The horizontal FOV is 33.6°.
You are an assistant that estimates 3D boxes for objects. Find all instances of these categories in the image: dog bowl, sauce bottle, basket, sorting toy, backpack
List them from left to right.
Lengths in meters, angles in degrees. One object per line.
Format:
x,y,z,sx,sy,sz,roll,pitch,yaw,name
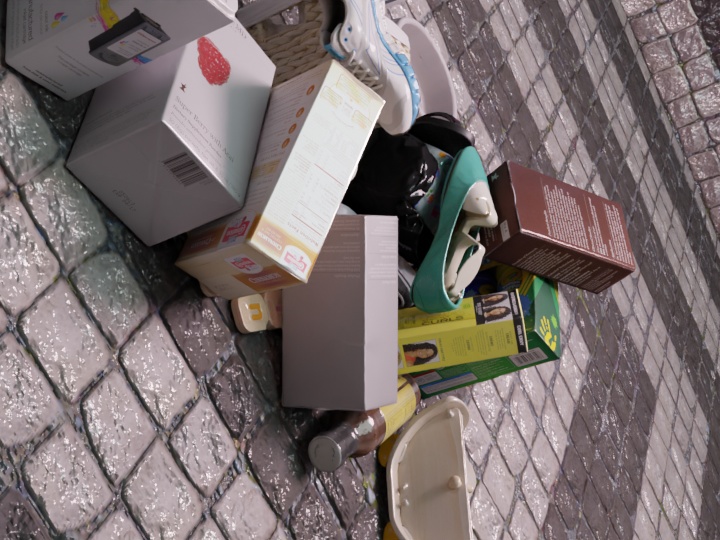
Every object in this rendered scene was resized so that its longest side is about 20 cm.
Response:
-0.038,-0.239,1.419,0.199,0.134,0.125,22,58,-54,basket
0.003,0.166,1.316,0.200,0.064,0.066,-25,95,-61,sauce bottle
0.074,-0.271,1.717,0.200,0.058,0.202,41,40,-45,dog bowl
0.069,-0.080,1.456,0.127,0.166,0.200,-51,135,-8,backpack
0.106,0.280,1.408,0.180,0.106,0.203,44,37,-53,sorting toy

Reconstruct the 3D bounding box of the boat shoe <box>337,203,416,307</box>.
0.000,0.000,1.422,0.200,0.071,0.072,42,58,-39,boat shoe

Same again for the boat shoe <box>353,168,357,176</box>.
-0.088,-0.098,1.276,0.201,0.060,0.073,-24,109,-44,boat shoe

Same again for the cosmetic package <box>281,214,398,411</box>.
-0.021,0.043,1.251,0.090,0.105,0.203,-6,98,-62,cosmetic package

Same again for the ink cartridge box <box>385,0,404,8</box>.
0.038,-0.394,1.600,0.200,0.174,0.045,-24,94,-62,ink cartridge box

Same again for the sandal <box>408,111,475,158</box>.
0.085,-0.167,1.485,0.075,0.200,0.048,34,75,-16,sandal

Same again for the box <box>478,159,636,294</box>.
0.233,-0.048,1.438,0.198,0.075,0.101,18,52,-34,box

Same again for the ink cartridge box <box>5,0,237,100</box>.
-0.211,-0.258,1.040,0.085,0.198,0.150,29,48,-51,ink cartridge box

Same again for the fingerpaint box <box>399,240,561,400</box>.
0.146,0.051,1.500,0.073,0.198,0.169,44,39,-39,fingerpaint box

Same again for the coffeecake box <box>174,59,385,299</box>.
-0.078,-0.082,1.137,0.073,0.153,0.202,34,66,-26,coffeecake box

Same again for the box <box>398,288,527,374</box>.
0.089,0.074,1.369,0.076,0.197,0.051,-85,163,-63,box

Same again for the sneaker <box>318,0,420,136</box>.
-0.004,-0.235,1.296,0.086,0.074,0.202,-32,103,-41,sneaker

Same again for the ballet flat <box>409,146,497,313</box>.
0.120,-0.043,1.365,0.067,0.070,0.203,32,74,-52,ballet flat

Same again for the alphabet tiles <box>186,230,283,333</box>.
-0.124,-0.034,1.258,0.195,0.014,0.203,-6,79,-61,alphabet tiles

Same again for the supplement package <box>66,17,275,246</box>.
-0.172,-0.149,1.128,0.121,0.119,0.202,47,36,-36,supplement package
